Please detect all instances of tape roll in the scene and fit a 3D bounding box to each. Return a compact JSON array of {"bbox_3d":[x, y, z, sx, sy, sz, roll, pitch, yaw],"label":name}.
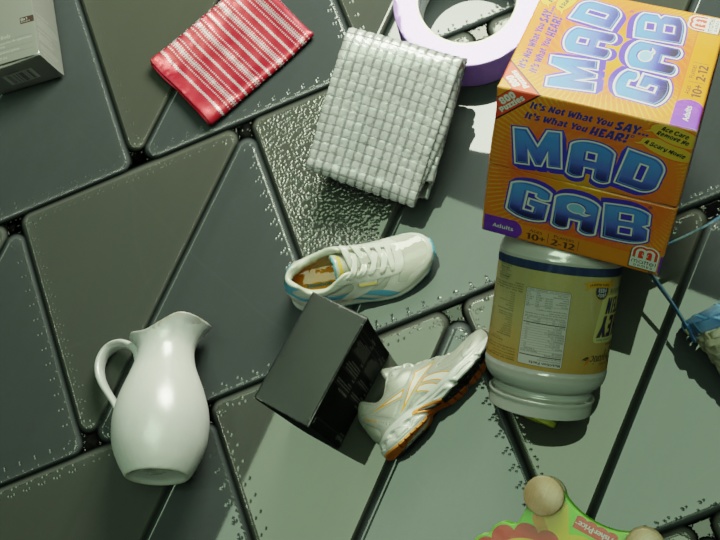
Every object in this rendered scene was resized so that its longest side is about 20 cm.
[{"bbox_3d":[0.146,-0.354,1.517,0.199,0.066,0.201,-3,74,10],"label":"tape roll"}]

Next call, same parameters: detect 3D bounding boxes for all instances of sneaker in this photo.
[{"bbox_3d":[0.000,0.000,1.434,0.199,0.081,0.077,-19,71,3],"label":"sneaker"},{"bbox_3d":[0.076,0.135,1.389,0.200,0.076,0.092,-44,68,-5],"label":"sneaker"}]

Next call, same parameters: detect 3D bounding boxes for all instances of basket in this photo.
[{"bbox_3d":[0.456,0.027,1.317,0.176,0.139,0.200,-30,82,1],"label":"basket"}]

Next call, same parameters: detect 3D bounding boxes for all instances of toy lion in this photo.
[{"bbox_3d":[0.225,0.347,1.287,0.199,0.069,0.192,25,87,17],"label":"toy lion"}]

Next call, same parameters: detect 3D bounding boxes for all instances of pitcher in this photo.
[{"bbox_3d":[-0.272,0.169,1.424,0.171,0.121,0.201,-15,61,26],"label":"pitcher"}]

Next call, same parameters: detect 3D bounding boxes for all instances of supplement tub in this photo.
[{"bbox_3d":[0.222,0.062,1.305,0.144,0.144,0.201,8,100,12],"label":"supplement tub"}]

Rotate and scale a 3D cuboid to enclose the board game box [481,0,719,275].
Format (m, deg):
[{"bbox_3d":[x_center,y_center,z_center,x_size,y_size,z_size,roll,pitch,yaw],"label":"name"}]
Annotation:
[{"bbox_3d":[0.261,-0.154,1.211,0.199,0.200,0.200,15,48,14],"label":"board game box"}]

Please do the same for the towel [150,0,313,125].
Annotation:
[{"bbox_3d":[-0.184,-0.314,1.583,0.200,0.022,0.145,-42,73,-4],"label":"towel"}]

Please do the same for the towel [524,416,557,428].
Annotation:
[{"bbox_3d":[0.243,0.091,1.402,0.086,0.018,0.201,25,79,11],"label":"towel"}]

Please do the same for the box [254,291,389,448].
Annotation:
[{"bbox_3d":[-0.041,0.124,1.342,0.079,0.200,0.142,24,79,15],"label":"box"}]

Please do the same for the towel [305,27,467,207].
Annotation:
[{"bbox_3d":[0.037,-0.199,1.458,0.165,0.086,0.201,17,102,6],"label":"towel"}]

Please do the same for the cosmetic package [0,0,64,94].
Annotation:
[{"bbox_3d":[-0.503,-0.369,1.620,0.106,0.090,0.201,-17,76,8],"label":"cosmetic package"}]
